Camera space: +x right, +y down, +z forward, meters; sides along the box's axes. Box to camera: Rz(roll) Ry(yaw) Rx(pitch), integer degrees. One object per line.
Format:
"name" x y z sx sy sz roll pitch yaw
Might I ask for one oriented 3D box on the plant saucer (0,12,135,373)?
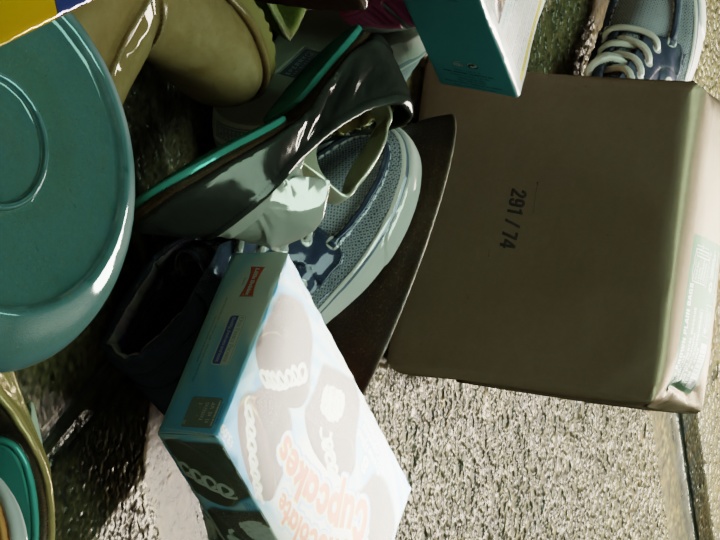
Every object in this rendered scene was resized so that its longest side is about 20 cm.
"plant saucer" -0.169 -0.055 1.293 0.200 0.027 0.201 17 67 -44

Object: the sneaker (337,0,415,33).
"sneaker" 0.028 -0.205 1.695 0.082 0.088 0.200 57 46 -27

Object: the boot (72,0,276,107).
"boot" -0.127 -0.081 1.429 0.175 0.066 0.201 54 45 -37

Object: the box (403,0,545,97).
"box" 0.056 -0.170 1.554 0.200 0.049 0.083 60 44 -65

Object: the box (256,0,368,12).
"box" -0.016 -0.245 1.504 0.100 0.075 0.201 57 46 -55

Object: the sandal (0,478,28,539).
"sandal" -0.206 0.180 1.290 0.059 0.079 0.208 27 75 -55

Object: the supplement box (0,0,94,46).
"supplement box" -0.187 -0.189 1.179 0.109 0.109 0.201 -36 115 -55

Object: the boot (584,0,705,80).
"boot" 0.190 -0.139 2.049 0.090 0.072 0.201 23 75 -68

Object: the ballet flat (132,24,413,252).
"ballet flat" -0.035 -0.056 1.491 0.069 0.068 0.200 54 50 -6

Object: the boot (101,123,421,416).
"boot" -0.049 -0.009 1.536 0.200 0.073 0.090 -54 144 -9

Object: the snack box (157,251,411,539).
"snack box" -0.035 0.099 1.509 0.200 0.037 0.117 63 38 -44

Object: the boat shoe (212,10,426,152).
"boat shoe" -0.022 -0.093 1.650 0.201 0.070 0.072 -41 141 -50

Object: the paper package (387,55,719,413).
"paper package" 0.127 -0.022 1.821 0.103 0.190 0.201 15 83 -64

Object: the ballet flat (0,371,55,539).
"ballet flat" -0.175 0.059 1.349 0.063 0.068 0.201 -64 149 -51

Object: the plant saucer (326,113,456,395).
"plant saucer" 0.000 0.000 1.650 0.200 0.036 0.201 -160 -90 -83

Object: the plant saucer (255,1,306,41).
"plant saucer" -0.058 -0.260 1.554 0.200 0.048 0.200 62 41 -50
